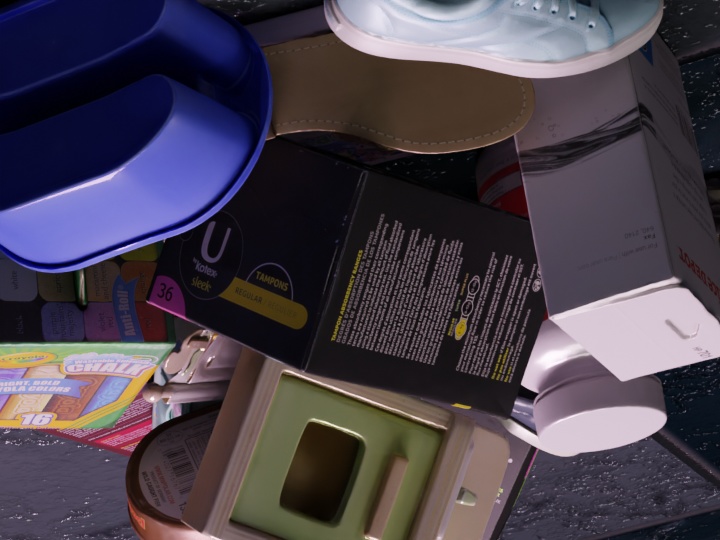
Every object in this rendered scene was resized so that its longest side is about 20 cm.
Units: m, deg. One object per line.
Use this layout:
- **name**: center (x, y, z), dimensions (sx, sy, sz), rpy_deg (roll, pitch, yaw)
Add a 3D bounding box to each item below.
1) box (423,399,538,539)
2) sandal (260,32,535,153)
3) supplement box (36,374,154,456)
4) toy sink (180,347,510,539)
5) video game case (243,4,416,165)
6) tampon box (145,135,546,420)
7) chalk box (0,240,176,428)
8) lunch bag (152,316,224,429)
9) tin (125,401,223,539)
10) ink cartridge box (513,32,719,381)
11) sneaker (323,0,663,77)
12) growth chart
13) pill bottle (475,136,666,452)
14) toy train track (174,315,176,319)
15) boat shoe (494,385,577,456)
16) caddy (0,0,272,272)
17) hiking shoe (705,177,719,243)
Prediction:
- **box**: center (0.055, 0.150, 1.980), dimensions (0.124, 0.149, 0.201), rpy_deg (25, 113, 6)
- **sandal**: center (-0.004, -0.109, 1.572), dimensions (0.210, 0.078, 0.070), rpy_deg (-2, -171, 3)
- **supplement box**: center (-0.166, 0.090, 2.025), dimensions (0.108, 0.061, 0.200), rpy_deg (-22, 155, 27)
- **toy sink**: center (0.002, 0.139, 1.745), dimensions (0.199, 0.131, 0.112), rpy_deg (22, 176, -11)
- **video game case**: center (-0.045, -0.102, 1.655), dimensions (0.142, 0.018, 0.200), rpy_deg (-14, 158, 11)
- **tampon box**: center (0.000, 0.000, 1.653), dimensions (0.149, 0.127, 0.199), rpy_deg (21, -176, 44)
- **chalk box**: center (-0.196, 0.012, 1.740), dimensions (0.123, 0.126, 0.200), rpy_deg (1, 157, -22)
- **lunch bag**: center (-0.076, 0.095, 1.953), dimensions (0.160, 0.077, 0.201), rpy_deg (-22, 145, -21)
- **tin**: center (-0.064, 0.133, 1.838), dimensions (0.199, 0.112, 0.042), rpy_deg (-18, 140, -12)
- **ink cartridge box**: center (0.154, -0.053, 1.603), dimensions (0.085, 0.201, 0.146), rpy_deg (-16, 157, 18)
- **sneaker**: center (0.084, -0.156, 1.497), dimensions (0.199, 0.074, 0.082), rpy_deg (-4, 159, -16)
- **growth chart**: center (-0.054, 0.015, 1.785), dimensions (0.200, 0.018, 0.144), rpy_deg (-53, 149, 17)
- **pill bottle**: center (0.142, 0.010, 1.754), dimensions (0.112, 0.201, 0.112), rpy_deg (-7, 158, -3)
- **toy train track**: center (-0.116, 0.002, 1.864), dimensions (0.114, 0.033, 0.200), rpy_deg (1, 157, -22)
- **boat shoe**: center (0.082, 0.061, 1.804), dimensions (0.199, 0.075, 0.062), rpy_deg (30, 140, -9)
- **caddy**: center (-0.145, -0.082, 1.507), dimensions (0.199, 0.142, 0.105), rpy_deg (-18, 151, 23)
- **hiking shoe**: center (0.195, 0.001, 1.883), dimensions (0.199, 0.101, 0.076), rpy_deg (-14, 157, 13)
